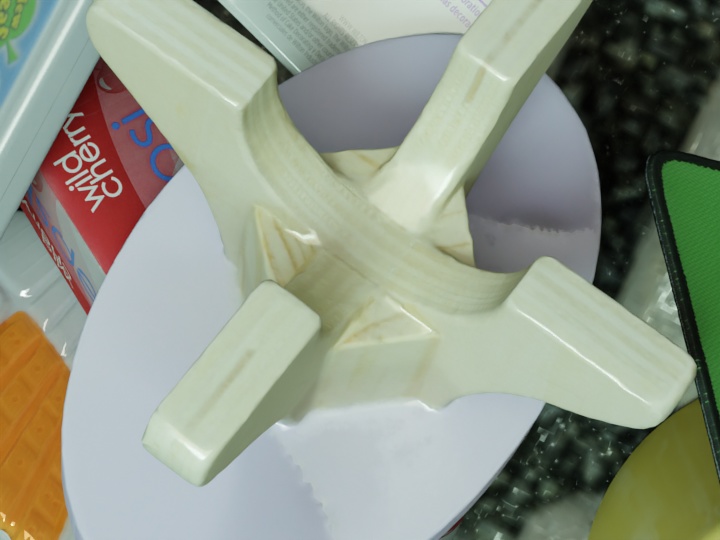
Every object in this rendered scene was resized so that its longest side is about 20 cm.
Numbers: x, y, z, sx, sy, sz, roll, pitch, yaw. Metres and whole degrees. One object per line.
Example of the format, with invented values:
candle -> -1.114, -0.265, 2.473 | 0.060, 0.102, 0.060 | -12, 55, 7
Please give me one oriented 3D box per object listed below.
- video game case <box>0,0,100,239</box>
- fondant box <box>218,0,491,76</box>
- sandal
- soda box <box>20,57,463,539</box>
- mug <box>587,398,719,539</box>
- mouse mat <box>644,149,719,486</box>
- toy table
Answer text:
video game case -> -0.135, -0.108, 0.883 | 0.182, 0.022, 0.200 | 32, 94, 39
fondant box -> 0.031, -0.150, 0.905 | 0.144, 0.058, 0.200 | 45, 97, 0
sandal -> -0.080, 0.078, 0.926 | 0.079, 0.059, 0.207 | -33, 76, -13
soda box -> -0.046, 0.009, 0.885 | 0.063, 0.070, 0.200 | -30, 75, -14
mug -> 0.128, 0.100, 0.872 | 0.149, 0.153, 0.187 | -40, 91, 7
mouse mat -> 0.165, 0.051, 0.814 | 0.008, 0.200, 0.161 | -35, 55, 40
toy table -> 0.000, 0.000, 0.794 | 0.183, 0.117, 0.200 | 25, 68, 3
